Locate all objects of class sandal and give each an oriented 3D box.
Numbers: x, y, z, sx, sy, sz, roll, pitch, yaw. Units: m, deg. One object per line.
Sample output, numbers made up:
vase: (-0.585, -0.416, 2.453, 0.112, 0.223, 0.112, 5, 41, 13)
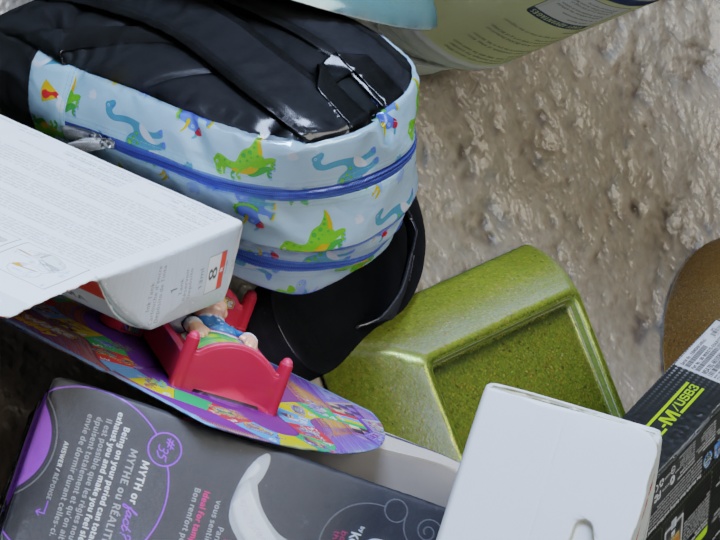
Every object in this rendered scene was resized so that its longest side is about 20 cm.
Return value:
sandal: (0.000, 0.001, 1.510, 0.076, 0.043, 0.200, 55, 30, -14)

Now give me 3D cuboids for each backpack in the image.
backpack: (-0.060, -0.077, 1.404, 0.163, 0.200, 0.154, -30, 121, -45)

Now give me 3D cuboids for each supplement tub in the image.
supplement tub: (0.087, -0.195, 1.574, 0.145, 0.200, 0.145, 16, 66, -39)

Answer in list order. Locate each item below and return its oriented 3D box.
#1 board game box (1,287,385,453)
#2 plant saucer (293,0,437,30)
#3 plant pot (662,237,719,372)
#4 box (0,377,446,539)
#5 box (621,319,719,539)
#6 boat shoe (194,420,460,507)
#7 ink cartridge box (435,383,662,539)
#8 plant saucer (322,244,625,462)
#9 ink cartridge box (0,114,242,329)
board game box: (-0.077, 0.029, 1.356, 0.158, 0.200, 0.039, 0, 113, -64)
plant saucer: (-0.051, -0.169, 1.453, 0.200, 0.200, 0.027, 8, 106, -41)
plant pot: (0.318, 0.047, 1.709, 0.186, 0.200, 0.187, 15, 68, -39)
box: (-0.073, 0.142, 1.314, 0.200, 0.106, 0.123, 20, 75, -7)
box: (0.161, 0.156, 1.563, 0.200, 0.047, 0.194, -41, 145, -42)
boat shoe: (0.009, 0.109, 1.434, 0.200, 0.093, 0.075, 30, 97, -5)
ink cartridge box: (0.075, 0.151, 1.270, 0.083, 0.200, 0.147, 16, 72, 8)
plant saucer: (0.088, 0.098, 1.584, 0.200, 0.048, 0.200, -23, 92, -44)
ink cartridge box: (-0.169, -0.012, 1.280, 0.200, 0.162, 0.050, -28, 137, -58)
